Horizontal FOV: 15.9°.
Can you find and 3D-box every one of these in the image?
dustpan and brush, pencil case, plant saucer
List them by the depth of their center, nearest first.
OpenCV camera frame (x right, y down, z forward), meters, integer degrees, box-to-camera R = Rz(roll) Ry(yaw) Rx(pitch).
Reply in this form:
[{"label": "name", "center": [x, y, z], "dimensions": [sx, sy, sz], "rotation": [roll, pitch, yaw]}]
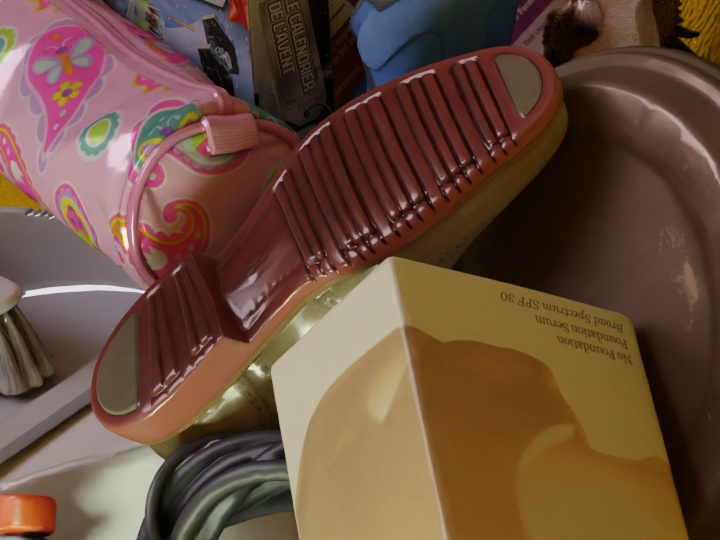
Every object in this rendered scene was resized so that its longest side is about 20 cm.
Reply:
[{"label": "plant saucer", "center": [0.077, 0.023, 0.864], "dimensions": [0.200, 0.029, 0.201], "rotation": [-7, 81, 49]}, {"label": "pencil case", "center": [-0.101, -0.061, 1.014], "dimensions": [0.200, 0.087, 0.088], "rotation": [39, 101, 49]}, {"label": "dustpan and brush", "center": [-0.175, 0.006, 1.022], "dimensions": [0.139, 0.057, 0.200], "rotation": [-35, 33, -29]}]

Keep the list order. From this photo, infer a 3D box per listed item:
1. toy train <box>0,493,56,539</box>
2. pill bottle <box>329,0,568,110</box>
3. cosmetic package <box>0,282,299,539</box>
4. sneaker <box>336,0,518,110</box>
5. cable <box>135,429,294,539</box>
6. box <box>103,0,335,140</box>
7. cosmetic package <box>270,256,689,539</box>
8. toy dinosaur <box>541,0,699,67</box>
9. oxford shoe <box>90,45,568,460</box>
[{"label": "toy train", "center": [-0.139, 0.175, 0.917], "dimensions": [0.200, 0.055, 0.150], "rotation": [-51, 50, 21]}, {"label": "pill bottle", "center": [0.001, -0.134, 1.132], "dimensions": [0.112, 0.200, 0.112], "rotation": [-47, 1, 1]}, {"label": "cosmetic package", "center": [-0.098, 0.096, 1.061], "dimensions": [0.164, 0.166, 0.200], "rotation": [-17, 28, 4]}, {"label": "sneaker", "center": [0.033, -0.058, 0.994], "dimensions": [0.200, 0.066, 0.079], "rotation": [109, 140, -67]}, {"label": "cable", "center": [-0.014, 0.147, 0.861], "dimensions": [0.163, 0.200, 0.051], "rotation": [-41, -19, 31]}, {"label": "box", "center": [-0.076, -0.103, 1.077], "dimensions": [0.200, 0.040, 0.137], "rotation": [37, 139, 49]}, {"label": "cosmetic package", "center": [0.045, 0.104, 0.768], "dimensions": [0.071, 0.105, 0.201], "rotation": [-43, 47, 39]}, {"label": "toy dinosaur", "center": [0.089, -0.041, 0.989], "dimensions": [0.201, 0.086, 0.136], "rotation": [-65, 19, 2]}, {"label": "oxford shoe", "center": [0.000, 0.000, 0.891], "dimensions": [0.200, 0.075, 0.071], "rotation": [-37, 39, 19]}]
